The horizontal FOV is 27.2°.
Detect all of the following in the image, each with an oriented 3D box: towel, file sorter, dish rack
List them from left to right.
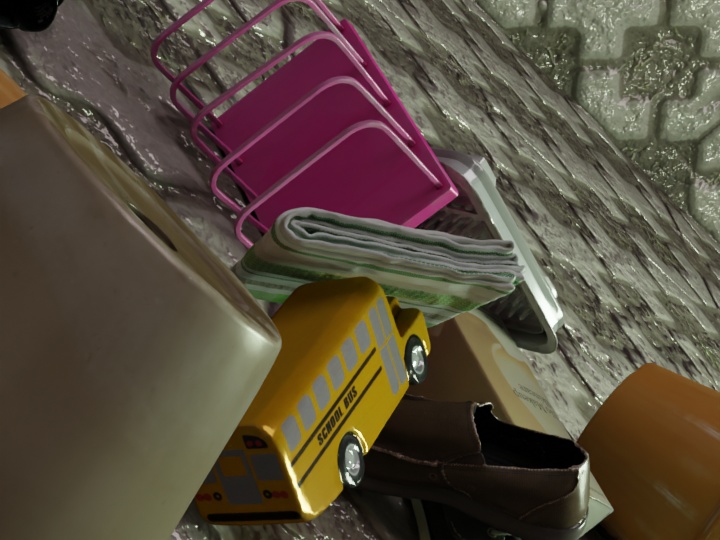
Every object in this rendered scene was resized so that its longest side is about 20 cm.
[{"bbox_3d":[-0.051,-0.108,1.087,0.125,0.139,0.200,41,16,-52],"label":"file sorter"},{"bbox_3d":[0.000,0.000,0.917,0.149,0.031,0.200,12,-12,-13],"label":"towel"},{"bbox_3d":[0.077,-0.027,1.190,0.171,0.044,0.200,12,-39,51],"label":"dish rack"}]

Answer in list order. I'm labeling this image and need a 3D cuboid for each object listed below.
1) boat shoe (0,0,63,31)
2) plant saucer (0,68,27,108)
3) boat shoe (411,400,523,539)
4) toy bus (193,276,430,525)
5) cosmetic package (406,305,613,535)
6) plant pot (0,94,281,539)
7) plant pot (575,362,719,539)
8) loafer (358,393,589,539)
[{"bbox_3d":[-0.229,-0.187,0.981,0.066,0.074,0.199,52,19,7],"label":"boat shoe"},{"bbox_3d":[-0.191,-0.059,0.799,0.200,0.032,0.200,53,6,-9],"label":"plant saucer"},{"bbox_3d":[0.079,0.167,0.955,0.072,0.068,0.200,40,20,-36],"label":"boat shoe"},{"bbox_3d":[-0.026,0.066,0.828,0.200,0.065,0.078,-52,129,-55],"label":"toy bus"},{"bbox_3d":[0.094,0.110,1.102,0.105,0.071,0.200,28,26,-47],"label":"cosmetic package"},{"bbox_3d":[-0.127,0.043,0.491,0.200,0.174,0.200,45,1,-1],"label":"plant pot"},{"bbox_3d":[0.274,0.178,1.219,0.183,0.200,0.200,37,13,22],"label":"plant pot"},{"bbox_3d":[0.054,0.102,0.924,0.200,0.071,0.073,18,33,0],"label":"loafer"}]
